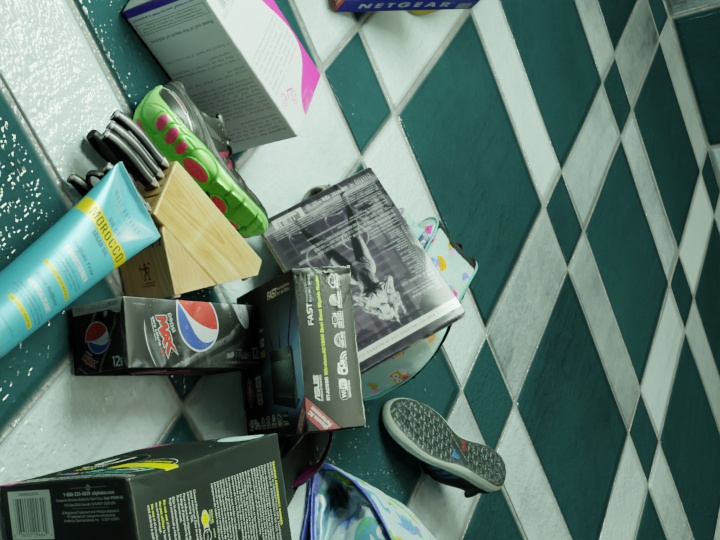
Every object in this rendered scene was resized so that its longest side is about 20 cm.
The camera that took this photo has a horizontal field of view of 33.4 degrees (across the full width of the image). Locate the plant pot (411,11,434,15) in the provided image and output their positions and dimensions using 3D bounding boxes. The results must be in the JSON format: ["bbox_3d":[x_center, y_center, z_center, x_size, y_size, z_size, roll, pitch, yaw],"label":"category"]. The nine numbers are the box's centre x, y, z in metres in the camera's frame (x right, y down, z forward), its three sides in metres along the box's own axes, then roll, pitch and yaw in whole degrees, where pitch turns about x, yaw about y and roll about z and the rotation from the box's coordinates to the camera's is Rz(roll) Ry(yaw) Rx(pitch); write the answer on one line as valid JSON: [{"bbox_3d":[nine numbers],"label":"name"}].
[{"bbox_3d":[0.143,-0.487,1.710,0.200,0.186,0.205,26,60,-55],"label":"plant pot"}]

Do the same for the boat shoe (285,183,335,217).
[{"bbox_3d":[-0.041,-0.068,1.399,0.199,0.071,0.067,-35,113,-50],"label":"boat shoe"}]

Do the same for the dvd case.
[{"bbox_3d":[0.000,0.000,1.289,0.201,0.147,0.016,57,-18,19],"label":"dvd case"}]

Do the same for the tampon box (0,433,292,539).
[{"bbox_3d":[-0.173,0.219,1.009,0.199,0.148,0.129,-6,87,-60],"label":"tampon box"}]

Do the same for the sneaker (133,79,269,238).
[{"bbox_3d":[-0.148,-0.111,1.220,0.201,0.076,0.085,56,42,-37],"label":"sneaker"}]

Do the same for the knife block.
[{"bbox_3d":[-0.187,-0.064,1.149,0.199,0.063,0.179,-14,94,-59],"label":"knife block"}]

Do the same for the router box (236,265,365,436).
[{"bbox_3d":[-0.064,0.086,1.188,0.061,0.200,0.153,-2,81,-23],"label":"router box"}]

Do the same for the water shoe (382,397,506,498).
[{"bbox_3d":[0.095,0.238,1.540,0.199,0.079,0.072,34,45,-19],"label":"water shoe"}]

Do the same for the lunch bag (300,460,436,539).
[{"bbox_3d":[0.023,0.320,1.343,0.170,0.127,0.202,40,20,-48],"label":"lunch bag"}]

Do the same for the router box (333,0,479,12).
[{"bbox_3d":[0.053,-0.434,1.564,0.196,0.049,0.183,-5,85,-18],"label":"router box"}]

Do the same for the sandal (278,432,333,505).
[{"bbox_3d":[-0.063,0.198,1.300,0.076,0.047,0.201,62,36,-28],"label":"sandal"}]

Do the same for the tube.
[{"bbox_3d":[-0.248,-0.005,1.002,0.200,0.050,0.078,-48,129,-38],"label":"tube"}]

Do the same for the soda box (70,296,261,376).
[{"bbox_3d":[-0.176,0.064,1.124,0.199,0.070,0.065,7,75,-59],"label":"soda box"}]

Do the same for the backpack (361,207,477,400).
[{"bbox_3d":[0.025,0.041,1.378,0.153,0.175,0.202,41,46,-23],"label":"backpack"}]

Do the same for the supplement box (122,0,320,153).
[{"bbox_3d":[-0.138,-0.234,1.246,0.201,0.102,0.102,54,38,-35],"label":"supplement box"}]
